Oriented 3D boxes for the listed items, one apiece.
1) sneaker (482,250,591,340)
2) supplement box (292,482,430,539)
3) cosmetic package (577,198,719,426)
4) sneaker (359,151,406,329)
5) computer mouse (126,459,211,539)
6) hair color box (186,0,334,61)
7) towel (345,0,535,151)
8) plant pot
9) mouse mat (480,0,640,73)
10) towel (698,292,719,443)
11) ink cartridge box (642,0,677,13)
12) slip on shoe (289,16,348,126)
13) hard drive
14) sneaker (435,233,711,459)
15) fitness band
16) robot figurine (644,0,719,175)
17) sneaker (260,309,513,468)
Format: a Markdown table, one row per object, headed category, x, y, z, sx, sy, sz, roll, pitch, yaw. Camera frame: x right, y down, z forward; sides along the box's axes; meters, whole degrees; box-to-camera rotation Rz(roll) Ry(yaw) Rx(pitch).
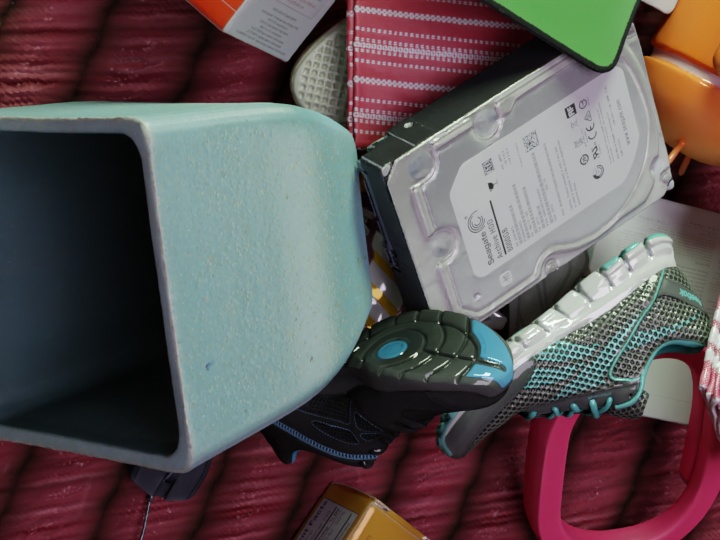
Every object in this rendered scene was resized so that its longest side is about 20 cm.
| category | x | y | z | sx | sy | sz | roll | pitch | yaw |
| --- | --- | --- | --- | --- | --- | --- | --- | --- | --- |
| sneaker | 0.112 | -0.030 | 1.439 | 0.081 | 0.075 | 0.200 | 1 | 105 | 13 |
| supplement box | -0.037 | 0.240 | 1.420 | 0.067 | 0.069 | 0.200 | 40 | 80 | -27 |
| cosmetic package | 0.224 | 0.031 | 1.531 | 0.200 | 0.052 | 0.151 | 13 | 90 | -28 |
| sneaker | 0.000 | 0.000 | 1.399 | 0.090 | 0.075 | 0.200 | 1 | 95 | -28 |
| computer mouse | -0.131 | 0.151 | 1.376 | 0.059 | 0.034 | 0.200 | 19 | 89 | -29 |
| hair color box | -0.020 | -0.226 | 1.279 | 0.064 | 0.111 | 0.200 | 43 | 99 | 16 |
| towel | 0.055 | -0.170 | 1.366 | 0.145 | 0.022 | 0.200 | 2 | 86 | -23 |
| plant pot | -0.104 | -0.011 | 1.285 | 0.200 | 0.196 | 0.196 | -18 | 106 | -44 |
| mouse mat | 0.125 | -0.238 | 1.305 | 0.161 | 0.008 | 0.200 | 28 | 75 | -29 |
| towel | 0.268 | 0.028 | 1.439 | 0.146 | 0.030 | 0.200 | 58 | 44 | -56 |
| ink cartridge box | 0.183 | -0.283 | 1.455 | 0.117 | 0.067 | 0.200 | 22 | 86 | -27 |
| slip on shoe | 0.039 | -0.148 | 1.402 | 0.200 | 0.061 | 0.074 | -31 | 99 | -22 |
| hard drive | 0.100 | -0.061 | 1.347 | 0.200 | 0.038 | 0.140 | -32 | 125 | -20 |
| sneaker | 0.139 | 0.065 | 1.376 | 0.200 | 0.078 | 0.091 | -37 | 84 | -4 |
| fitness band | 0.182 | 0.122 | 1.487 | 0.144 | 0.037 | 0.200 | -10 | 129 | -15 |
| robot figurine | 0.261 | -0.155 | 1.469 | 0.117 | 0.144 | 0.200 | 27 | 95 | -30 |
| sneaker | 0.014 | 0.075 | 1.326 | 0.073 | 0.200 | 0.082 | -43 | 120 | -44 |
